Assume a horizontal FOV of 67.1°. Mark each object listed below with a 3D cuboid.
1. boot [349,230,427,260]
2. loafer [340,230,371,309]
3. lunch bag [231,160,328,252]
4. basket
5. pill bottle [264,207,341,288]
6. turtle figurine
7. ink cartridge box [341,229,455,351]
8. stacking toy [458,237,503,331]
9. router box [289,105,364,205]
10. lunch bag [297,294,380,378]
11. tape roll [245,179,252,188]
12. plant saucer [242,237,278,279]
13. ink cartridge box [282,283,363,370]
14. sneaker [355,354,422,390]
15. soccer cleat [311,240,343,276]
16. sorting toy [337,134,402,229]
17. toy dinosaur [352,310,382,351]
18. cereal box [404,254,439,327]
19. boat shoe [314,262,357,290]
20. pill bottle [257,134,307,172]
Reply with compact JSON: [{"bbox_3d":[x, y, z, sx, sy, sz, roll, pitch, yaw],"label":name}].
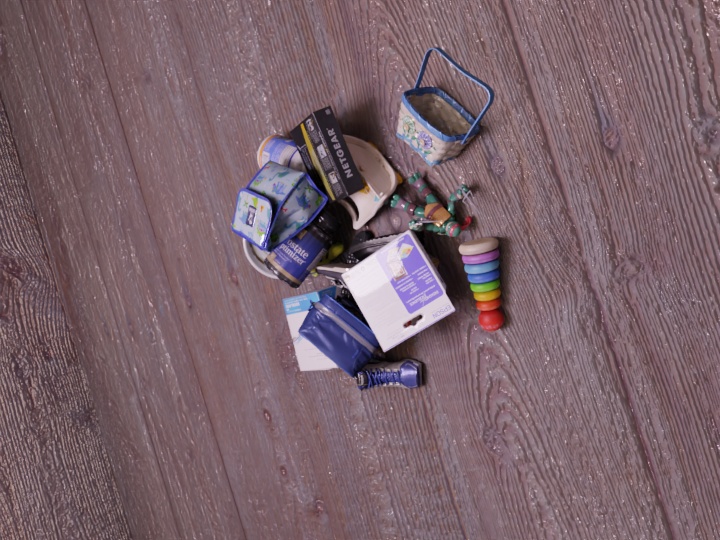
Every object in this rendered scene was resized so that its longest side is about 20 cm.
[{"bbox_3d":[0.073,-0.003,1.271,0.209,0.079,0.160,-8,96,38],"label":"boot"},{"bbox_3d":[0.000,0.000,1.397,0.068,0.070,0.203,15,95,60],"label":"loafer"},{"bbox_3d":[-0.209,-0.149,1.302,0.169,0.127,0.201,28,78,46],"label":"lunch bag"},{"bbox_3d":[0.171,-0.330,1.127,0.176,0.138,0.201,47,135,22],"label":"basket"},{"bbox_3d":[-0.140,-0.064,1.358,0.112,0.112,0.201,40,92,25],"label":"pill bottle"},{"bbox_3d":[0.164,-0.129,1.198,0.200,0.149,0.101,42,165,38],"label":"turtle figurine"},{"bbox_3d":[0.083,0.046,1.199,0.197,0.043,0.201,-33,82,23],"label":"ink cartridge box"},{"bbox_3d":[0.273,0.035,1.175,0.085,0.085,0.202,-6,102,40],"label":"stacking toy"},{"bbox_3d":[-0.081,-0.263,1.278,0.157,0.052,0.202,-5,110,63],"label":"router box"},{"bbox_3d":[-0.050,0.142,1.287,0.200,0.136,0.133,40,82,-3],"label":"lunch bag"},{"bbox_3d":[-0.246,-0.167,1.545,0.198,0.085,0.203,10,107,36],"label":"tape roll"},{"bbox_3d":[-0.211,-0.080,1.448,0.197,0.050,0.203,1,106,4],"label":"plant saucer"},{"bbox_3d":[-0.090,0.149,1.449,0.144,0.147,0.202,-14,91,40],"label":"ink cartridge box"},{"bbox_3d":[0.053,0.271,1.382,0.198,0.115,0.082,2,103,39],"label":"sneaker"},{"bbox_3d":[-0.110,-0.029,1.478,0.199,0.064,0.085,-15,86,45],"label":"soccer cleat"},{"bbox_3d":[-0.005,-0.201,1.337,0.201,0.106,0.180,54,135,18],"label":"sorting toy"},{"bbox_3d":[0.029,0.127,1.380,0.105,0.061,0.201,6,136,7],"label":"toy dinosaur"},{"bbox_3d":[0.099,0.033,1.337,0.143,0.039,0.202,31,118,29],"label":"cereal box"},{"bbox_3d":[-0.059,0.016,1.354,0.199,0.072,0.064,7,105,60],"label":"boat shoe"},{"bbox_3d":[-0.170,-0.282,1.438,0.199,0.112,0.113,26,116,32],"label":"pill bottle"}]
